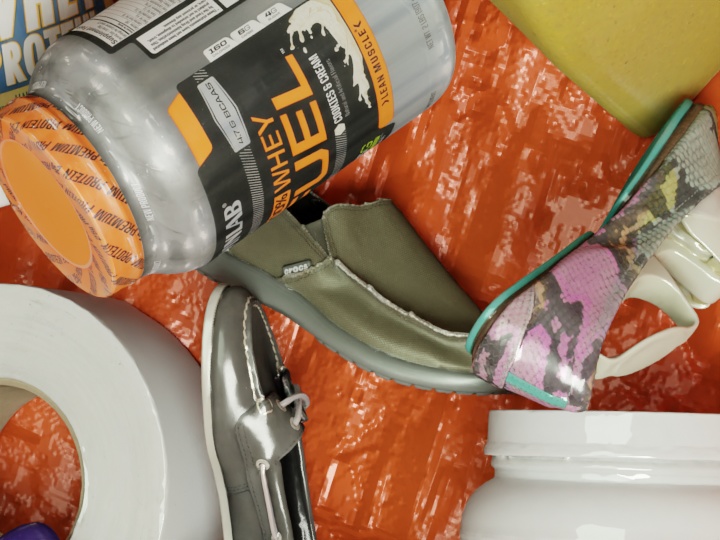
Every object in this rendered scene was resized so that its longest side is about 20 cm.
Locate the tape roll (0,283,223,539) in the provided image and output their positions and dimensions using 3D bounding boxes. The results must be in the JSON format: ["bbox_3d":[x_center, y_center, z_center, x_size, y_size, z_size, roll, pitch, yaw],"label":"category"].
[{"bbox_3d":[-0.167,0.109,1.106,0.202,0.071,0.203,-3,84,24],"label":"tape roll"}]

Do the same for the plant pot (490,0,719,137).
[{"bbox_3d":[0.093,-0.203,0.944,0.194,0.200,0.196,-49,68,13],"label":"plant pot"}]

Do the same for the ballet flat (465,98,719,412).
[{"bbox_3d":[0.120,0.000,0.940,0.071,0.200,0.069,36,136,10],"label":"ballet flat"}]

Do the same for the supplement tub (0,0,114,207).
[{"bbox_3d":[-0.198,-0.138,1.070,0.144,0.145,0.201,-9,106,24],"label":"supplement tub"}]

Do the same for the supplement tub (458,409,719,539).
[{"bbox_3d":[0.113,0.161,0.931,0.145,0.145,0.201,0,85,25],"label":"supplement tub"}]

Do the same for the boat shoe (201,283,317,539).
[{"bbox_3d":[-0.039,0.102,1.037,0.057,0.067,0.201,0,105,12],"label":"boat shoe"}]

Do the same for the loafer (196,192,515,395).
[{"bbox_3d":[0.000,0.000,1.036,0.200,0.075,0.070,26,100,25],"label":"loafer"}]

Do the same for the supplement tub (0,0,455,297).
[{"bbox_3d":[-0.064,-0.081,1.001,0.200,0.123,0.123,-36,67,-22],"label":"supplement tub"}]

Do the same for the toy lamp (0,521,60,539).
[{"bbox_3d":[-0.204,0.110,1.055,0.200,0.058,0.058,41,102,24],"label":"toy lamp"}]
